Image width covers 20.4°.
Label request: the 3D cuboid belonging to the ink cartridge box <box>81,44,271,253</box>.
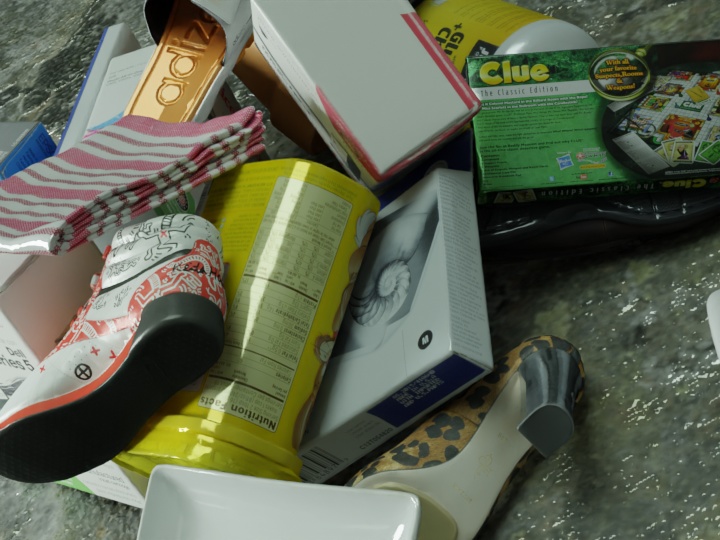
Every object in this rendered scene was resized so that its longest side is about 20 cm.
[{"bbox_3d":[-0.141,-0.059,1.497,0.087,0.146,0.200,-15,36,18],"label":"ink cartridge box"}]

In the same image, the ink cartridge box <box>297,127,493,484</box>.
[{"bbox_3d":[-0.001,0.023,1.284,0.199,0.041,0.201,-37,39,35],"label":"ink cartridge box"}]

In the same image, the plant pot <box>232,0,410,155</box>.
[{"bbox_3d":[-0.038,-0.210,1.534,0.140,0.200,0.200,34,60,6],"label":"plant pot"}]

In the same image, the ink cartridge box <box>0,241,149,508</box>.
[{"bbox_3d":[-0.204,0.055,1.340,0.145,0.200,0.084,7,48,48],"label":"ink cartridge box"}]

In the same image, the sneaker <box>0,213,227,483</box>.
[{"bbox_3d":[-0.155,0.046,1.228,0.201,0.067,0.108,-37,36,31],"label":"sneaker"}]

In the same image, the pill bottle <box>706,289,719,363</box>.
[{"bbox_3d":[0.299,0.036,1.079,0.199,0.120,0.120,-20,35,14],"label":"pill bottle"}]

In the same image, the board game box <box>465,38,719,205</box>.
[{"bbox_3d":[0.172,-0.099,1.312,0.199,0.023,0.105,-4,67,1],"label":"board game box"}]

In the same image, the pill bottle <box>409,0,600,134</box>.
[{"bbox_3d":[0.109,-0.133,1.441,0.112,0.112,0.200,-40,35,-16],"label":"pill bottle"}]

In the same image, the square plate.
[{"bbox_3d":[-0.057,0.216,1.119,0.198,0.028,0.201,2,76,37],"label":"square plate"}]

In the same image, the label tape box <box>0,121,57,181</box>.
[{"bbox_3d":[-0.306,-0.047,1.602,0.199,0.144,0.063,2,45,38],"label":"label tape box"}]

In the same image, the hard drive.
[{"bbox_3d":[-0.186,-0.085,1.575,0.025,0.132,0.200,-13,37,21],"label":"hard drive"}]

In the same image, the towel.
[{"bbox_3d":[-0.172,-0.059,1.263,0.146,0.030,0.200,3,24,42],"label":"towel"}]

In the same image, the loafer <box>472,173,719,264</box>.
[{"bbox_3d":[0.155,-0.044,1.337,0.199,0.063,0.072,-8,61,2],"label":"loafer"}]

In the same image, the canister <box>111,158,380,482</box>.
[{"bbox_3d":[-0.073,0.037,1.258,0.148,0.086,0.201,-4,63,56],"label":"canister"}]

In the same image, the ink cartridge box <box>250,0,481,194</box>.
[{"bbox_3d":[-0.001,-0.133,1.327,0.085,0.146,0.200,-36,0,-1],"label":"ink cartridge box"}]

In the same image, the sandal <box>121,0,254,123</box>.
[{"bbox_3d":[-0.119,-0.169,1.408,0.079,0.059,0.207,11,66,22],"label":"sandal"}]

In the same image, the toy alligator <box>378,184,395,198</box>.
[{"bbox_3d":[0.000,0.000,1.395,0.200,0.059,0.054,-32,34,17],"label":"toy alligator"}]

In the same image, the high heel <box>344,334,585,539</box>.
[{"bbox_3d":[0.053,0.115,1.231,0.200,0.072,0.143,-33,10,16],"label":"high heel"}]
